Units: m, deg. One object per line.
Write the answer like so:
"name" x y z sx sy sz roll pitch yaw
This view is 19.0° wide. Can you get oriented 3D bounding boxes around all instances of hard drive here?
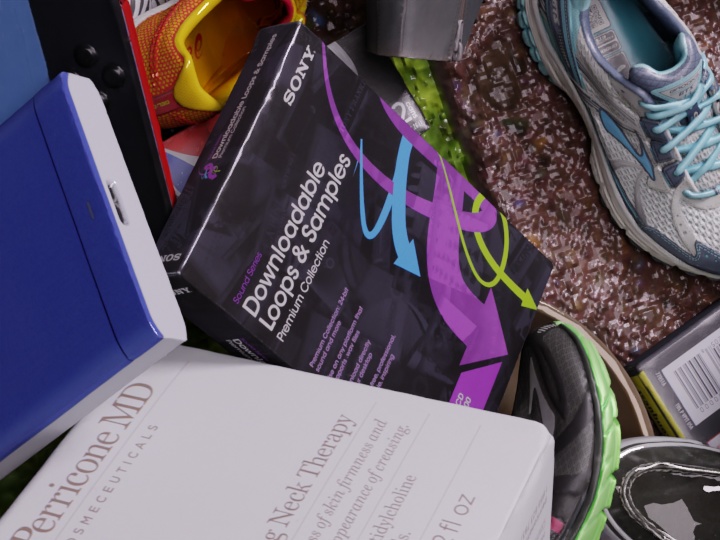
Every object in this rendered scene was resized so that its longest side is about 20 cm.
"hard drive" -0.170 0.024 0.948 0.025 0.200 0.133 11 50 -52

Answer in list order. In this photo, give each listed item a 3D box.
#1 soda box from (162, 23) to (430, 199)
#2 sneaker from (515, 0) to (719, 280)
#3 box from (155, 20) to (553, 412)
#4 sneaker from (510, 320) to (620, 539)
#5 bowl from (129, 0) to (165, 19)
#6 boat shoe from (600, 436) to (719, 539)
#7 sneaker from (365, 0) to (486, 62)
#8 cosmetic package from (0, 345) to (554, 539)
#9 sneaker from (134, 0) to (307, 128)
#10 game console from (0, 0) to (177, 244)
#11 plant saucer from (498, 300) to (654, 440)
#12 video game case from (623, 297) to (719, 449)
"soda box" -0.068 -0.043 1.066 0.199 0.071 0.064 -32 91 -16
"sneaker" 0.154 -0.081 1.121 0.077 0.086 0.201 -37 93 -15
"box" 0.000 0.000 1.012 0.200 0.036 0.144 40 60 -30
"sneaker" 0.071 0.118 1.052 0.083 0.077 0.201 19 78 -16
"bowl" -0.184 -0.137 1.035 0.199 0.094 0.202 2 84 -14
"boat shoe" 0.209 0.131 1.094 0.199 0.064 0.071 18 79 -12
"sneaker" 0.045 -0.164 1.080 0.074 0.200 0.107 8 105 24
"cosmetic package" -0.036 0.157 0.931 0.199 0.167 0.168 11 37 18
"sneaker" -0.047 -0.138 1.060 0.073 0.077 0.201 56 48 -33
"game console" -0.184 -0.057 0.980 0.198 0.031 0.178 -5 109 18
"plant saucer" 0.057 0.109 1.103 0.198 0.029 0.202 2 82 -14
"video game case" 0.266 0.075 1.164 0.199 0.025 0.181 -34 92 -17
